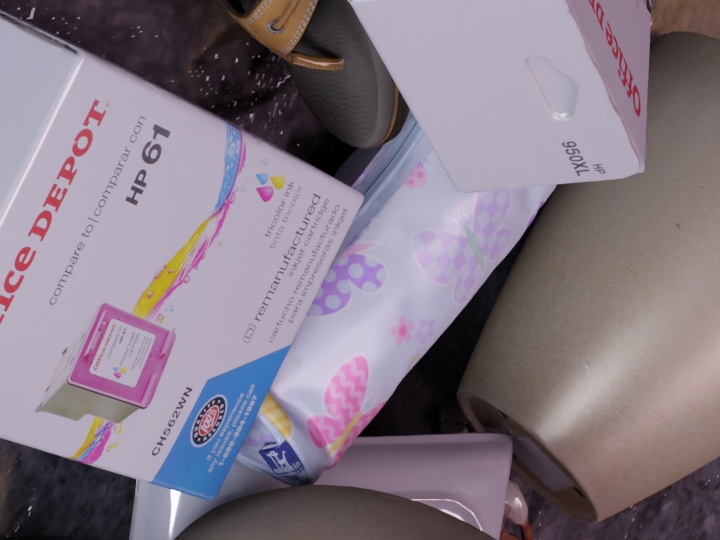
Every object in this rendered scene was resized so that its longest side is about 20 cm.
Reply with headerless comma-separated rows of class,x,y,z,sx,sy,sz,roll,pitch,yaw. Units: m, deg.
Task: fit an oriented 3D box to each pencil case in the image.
pencil case,0.000,0.000,1.183,0.200,0.083,0.091,-48,129,-21

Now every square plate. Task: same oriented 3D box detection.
square plate,-0.020,0.173,1.240,0.200,0.028,0.199,2,103,-32

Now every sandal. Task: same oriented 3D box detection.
sandal,-0.032,-0.127,1.061,0.055,0.082,0.200,-36,139,-21

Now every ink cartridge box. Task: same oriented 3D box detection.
ink cartridge box,-0.108,-0.005,1.036,0.200,0.085,0.145,24,92,-55
ink cartridge box,0.062,-0.153,1.082,0.145,0.084,0.200,56,33,-52

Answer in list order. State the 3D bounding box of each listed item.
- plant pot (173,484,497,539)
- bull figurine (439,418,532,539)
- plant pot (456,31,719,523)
plant pot,-0.023,0.168,1.128,0.200,0.134,0.201,-16,124,-24
bull figurine,0.011,0.164,1.321,0.200,0.065,0.122,-34,134,-36
plant pot,0.147,0.021,1.316,0.200,0.187,0.187,-47,143,-13
